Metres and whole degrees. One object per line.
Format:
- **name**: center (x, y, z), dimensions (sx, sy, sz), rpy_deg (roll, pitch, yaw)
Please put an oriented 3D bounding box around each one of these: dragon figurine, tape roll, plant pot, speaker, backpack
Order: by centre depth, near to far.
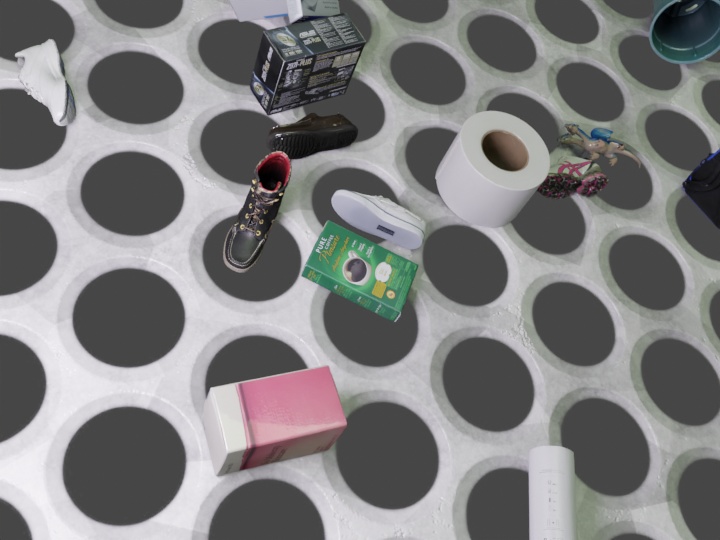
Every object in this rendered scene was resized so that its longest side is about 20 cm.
- **speaker**: center (0.327, 0.403, 1.440), dimensions (0.081, 0.081, 0.201), rpy_deg (13, 56, -11)
- **tape roll**: center (0.273, -0.210, 1.758), dimensions (0.202, 0.139, 0.204), rpy_deg (8, 58, -14)
- **backpack**: center (0.872, -0.225, 1.941), dimensions (0.168, 0.200, 0.163), rpy_deg (-33, 74, -32)
- **dragon figurine**: center (0.553, -0.290, 1.942), dimensions (0.199, 0.059, 0.100), rpy_deg (7, 32, -17)
- **plant pot**: center (0.857, -0.685, 2.232), dimensions (0.199, 0.201, 0.197), rpy_deg (18, 47, -8)

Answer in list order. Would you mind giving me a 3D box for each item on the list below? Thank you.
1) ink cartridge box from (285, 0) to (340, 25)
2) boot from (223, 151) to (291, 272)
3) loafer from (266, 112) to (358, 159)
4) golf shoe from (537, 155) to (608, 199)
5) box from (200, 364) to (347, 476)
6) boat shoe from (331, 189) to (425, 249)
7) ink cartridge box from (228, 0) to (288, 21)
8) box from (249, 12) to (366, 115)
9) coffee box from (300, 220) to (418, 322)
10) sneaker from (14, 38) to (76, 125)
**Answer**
- **ink cartridge box**: center (-0.102, -0.579, 1.791), dimensions (0.040, 0.201, 0.200), rpy_deg (-1, 15, 24)
- **boot**: center (-0.184, -0.108, 1.527), dimensions (0.073, 0.151, 0.201), rpy_deg (26, 55, -3)
- **loafer**: center (-0.105, -0.278, 1.716), dimensions (0.199, 0.073, 0.072), rpy_deg (-10, 54, -30)
- **golf shoe**: center (0.448, -0.210, 1.866), dimensions (0.199, 0.073, 0.092), rpy_deg (-4, 53, -33)
- **box**: center (-0.140, 0.238, 1.346), dimensions (0.199, 0.128, 0.109), rpy_deg (-9, 64, -23)
- **boat shoe**: center (0.037, -0.111, 1.664), dimensions (0.199, 0.074, 0.066), rpy_deg (29, 49, -13)
- **ink cartridge box**: center (-0.190, -0.646, 1.848), dimensions (0.144, 0.084, 0.201), rpy_deg (-1, 53, 22)
- **box**: center (-0.111, -0.423, 1.737), dimensions (0.199, 0.164, 0.086), rpy_deg (-23, 70, -29)
- **coffee box**: center (0.000, 0.000, 1.592), dimensions (0.199, 0.044, 0.123), rpy_deg (25, 55, -4)
- **sneaker**: center (-0.589, -0.344, 1.589), dimensions (0.087, 0.075, 0.201), rpy_deg (-18, 60, -15)
